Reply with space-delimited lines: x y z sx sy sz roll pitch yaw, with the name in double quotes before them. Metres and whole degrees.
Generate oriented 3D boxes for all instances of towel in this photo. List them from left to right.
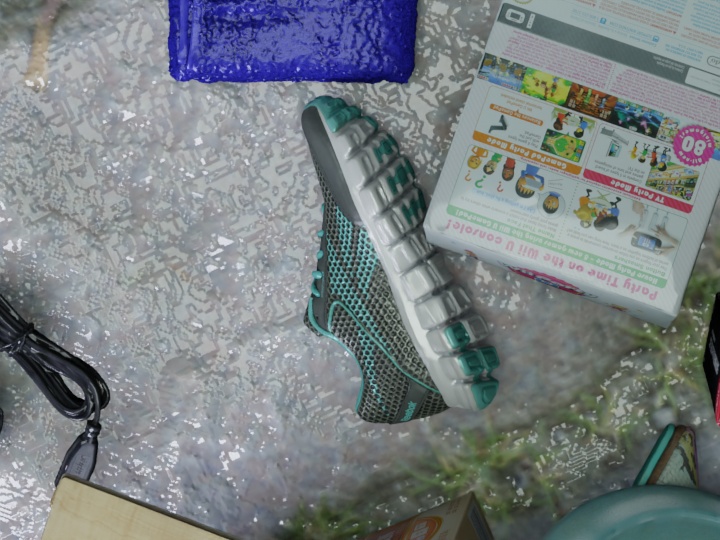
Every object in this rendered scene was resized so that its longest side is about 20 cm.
"towel" -0.042 -0.204 1.315 0.147 0.050 0.200 0 98 8

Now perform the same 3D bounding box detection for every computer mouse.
"computer mouse" -0.224 0.108 1.368 0.140 0.046 0.200 34 108 12

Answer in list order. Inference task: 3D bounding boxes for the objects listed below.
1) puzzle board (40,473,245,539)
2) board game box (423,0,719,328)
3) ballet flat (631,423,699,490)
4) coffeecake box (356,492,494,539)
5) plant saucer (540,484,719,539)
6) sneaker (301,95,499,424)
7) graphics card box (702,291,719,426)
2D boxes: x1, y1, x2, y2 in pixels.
"puzzle board" -0.088 0.210 1.238 0.200 0.017 0.151 20 100 5
"board game box" 0.135 -0.088 1.280 0.147 0.064 0.200 20 84 5
"ballet flat" 0.150 0.182 1.309 0.071 0.069 0.200 34 72 11
"coffeecake box" -0.019 0.208 1.315 0.200 0.154 0.073 -23 94 9
"plant saucer" 0.176 0.207 1.247 0.200 0.027 0.200 6 66 -13
"sneaker" 0.000 0.000 1.328 0.091 0.078 0.200 -24 88 22
"graphics card box" 0.249 0.055 1.239 0.125 0.200 0.051 9 98 4
